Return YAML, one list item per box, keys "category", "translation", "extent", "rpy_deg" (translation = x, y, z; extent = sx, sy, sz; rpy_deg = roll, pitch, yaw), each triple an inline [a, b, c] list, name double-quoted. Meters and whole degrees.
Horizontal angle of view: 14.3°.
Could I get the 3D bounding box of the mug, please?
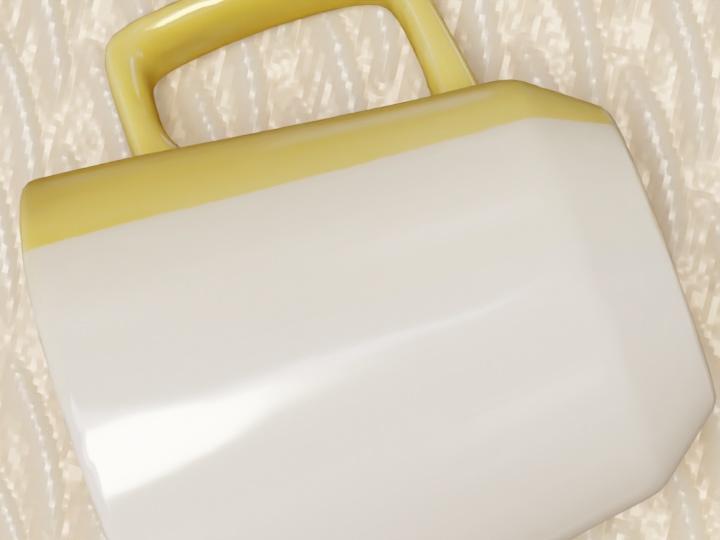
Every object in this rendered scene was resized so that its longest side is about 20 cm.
- category: "mug"
  translation: [0.001, 0.005, 0.750]
  extent: [0.152, 0.149, 0.188]
  rpy_deg: [-20, 91, 3]
